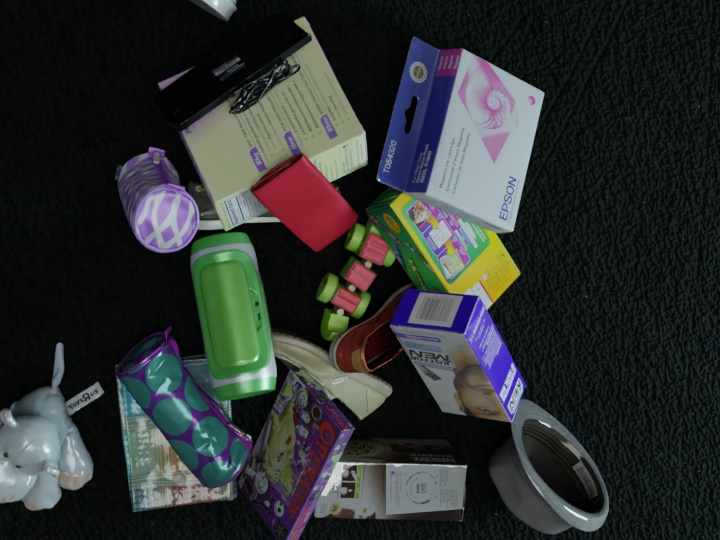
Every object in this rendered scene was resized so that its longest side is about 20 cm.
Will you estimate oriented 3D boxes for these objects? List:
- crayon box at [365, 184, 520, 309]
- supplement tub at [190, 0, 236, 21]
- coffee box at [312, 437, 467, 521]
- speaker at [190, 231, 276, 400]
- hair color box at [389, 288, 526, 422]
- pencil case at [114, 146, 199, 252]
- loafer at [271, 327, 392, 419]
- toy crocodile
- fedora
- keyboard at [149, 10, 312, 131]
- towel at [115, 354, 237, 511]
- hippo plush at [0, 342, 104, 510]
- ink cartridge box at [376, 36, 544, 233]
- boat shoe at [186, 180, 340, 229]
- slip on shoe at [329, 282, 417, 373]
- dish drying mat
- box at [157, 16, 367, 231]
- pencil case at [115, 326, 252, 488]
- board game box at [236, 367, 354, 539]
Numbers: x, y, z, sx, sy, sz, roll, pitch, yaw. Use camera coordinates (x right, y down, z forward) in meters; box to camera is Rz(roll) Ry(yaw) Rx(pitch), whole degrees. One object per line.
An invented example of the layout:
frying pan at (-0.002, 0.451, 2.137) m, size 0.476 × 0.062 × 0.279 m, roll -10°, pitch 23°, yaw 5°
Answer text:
crayon box at (0.109, -0.036, 1.609) m, size 0.119 × 0.058 × 0.201 m, roll -43°, pitch 108°, yaw -31°
supplement tub at (-0.158, -0.416, 1.476) m, size 0.145 × 0.145 × 0.201 m, roll 31°, pitch 93°, yaw -14°
coffee box at (0.031, 0.274, 1.643) m, size 0.198 × 0.113 × 0.081 m, roll 3°, pitch 99°, yaw -11°
speaker at (-0.160, 0.058, 1.559) m, size 0.088 × 0.088 × 0.202 m, roll -10°, pitch 81°, yaw -9°
hair color box at (0.127, 0.111, 1.589) m, size 0.200 × 0.109 × 0.065 m, roll 57°, pitch 49°, yaw -44°
pencil case at (-0.243, -0.086, 1.490) m, size 0.083 × 0.200 × 0.086 m, roll 21°, pitch 102°, yaw -23°
loafer at (-0.053, 0.137, 1.623) m, size 0.199 × 0.076 × 0.069 m, roll 27°, pitch 87°, yaw -15°
toy crocodile at (0.000, 0.000, 1.618) m, size 0.067 × 0.062 × 0.201 m, roll 28°, pitch 93°, yaw -14°
fedora at (0.242, 0.281, 1.680) m, size 0.200 × 0.177 × 0.090 m, roll 39°, pitch 120°, yaw -18°
keyboard at (-0.145, -0.222, 1.467) m, size 0.199 × 0.104 × 0.040 m, roll -36°, pitch 140°, yaw -8°
towel at (-0.239, 0.212, 1.627) m, size 0.145 × 0.022 × 0.202 m, roll -5°, pitch 100°, yaw -9°
hippo plush at (-0.395, 0.227, 1.526) m, size 0.200 × 0.161 × 0.160 m, roll -41°, pitch 104°, yaw -2°
ink cartridge box at (0.131, -0.172, 1.574) m, size 0.199 × 0.043 × 0.198 m, roll 21°, pitch 77°, yaw -30°
boat shoe at (-0.120, -0.094, 1.574) m, size 0.200 × 0.072 × 0.061 m, roll -7°, pitch 105°, yaw -6°
slip on shoe at (0.048, 0.076, 1.610) m, size 0.199 × 0.061 × 0.075 m, roll -32°, pitch 117°, yaw -36°
dish drying mat at (-0.064, -0.081, 1.504) m, size 0.077 × 0.200 × 0.018 m, roll -34°, pitch 63°, yaw 6°
box at (-0.116, -0.177, 1.511) m, size 0.199 × 0.097 × 0.177 m, roll -26°, pitch 72°, yaw -7°
pencil case at (-0.219, 0.175, 1.570) m, size 0.092 × 0.085 × 0.201 m, roll -33°, pitch 105°, yaw 14°
board game box at (-0.086, 0.238, 1.582) m, size 0.032 × 0.120 × 0.201 m, roll -6°, pitch 130°, yaw -47°
